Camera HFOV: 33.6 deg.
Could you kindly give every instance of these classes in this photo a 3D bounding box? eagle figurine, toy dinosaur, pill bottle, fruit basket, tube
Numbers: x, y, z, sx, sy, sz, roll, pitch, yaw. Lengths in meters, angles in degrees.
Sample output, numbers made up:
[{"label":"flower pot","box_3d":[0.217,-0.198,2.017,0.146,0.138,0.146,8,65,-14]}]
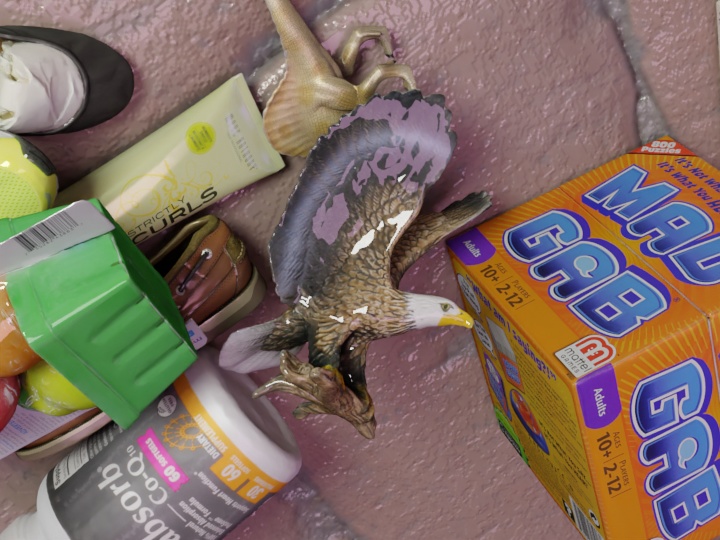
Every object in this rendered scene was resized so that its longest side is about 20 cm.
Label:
[{"label":"eagle figurine","box_3d":[0.007,0.002,0.783,0.150,0.152,0.202,21,69,-20]},{"label":"toy dinosaur","box_3d":[-0.019,-0.118,0.771,0.100,0.058,0.201,-21,123,-10]},{"label":"pill bottle","box_3d":[-0.147,0.154,0.817,0.200,0.116,0.116,-42,125,4]},{"label":"fruit basket","box_3d":[-0.204,0.045,0.672,0.199,0.094,0.186,-24,149,3]},{"label":"tube","box_3d":[-0.146,-0.047,0.764,0.199,0.052,0.058,-32,170,-10]}]

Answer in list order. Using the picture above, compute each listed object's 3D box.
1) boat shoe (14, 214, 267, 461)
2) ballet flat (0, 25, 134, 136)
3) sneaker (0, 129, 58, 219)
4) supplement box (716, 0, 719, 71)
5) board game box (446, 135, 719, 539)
[{"label":"boat shoe","box_3d":[-0.159,0.039,0.783,0.200,0.072,0.068,-39,121,-14]},{"label":"ballet flat","box_3d":[-0.223,-0.107,0.682,0.198,0.068,0.068,4,114,-26]},{"label":"sneaker","box_3d":[-0.251,-0.005,0.678,0.199,0.091,0.078,-31,122,23]},{"label":"supplement box","box_3d":[0.350,-0.126,0.915,0.125,0.074,0.201,-23,124,-11]},{"label":"board game box","box_3d":[0.211,0.060,0.882,0.199,0.200,0.201,-25,125,-8]}]
